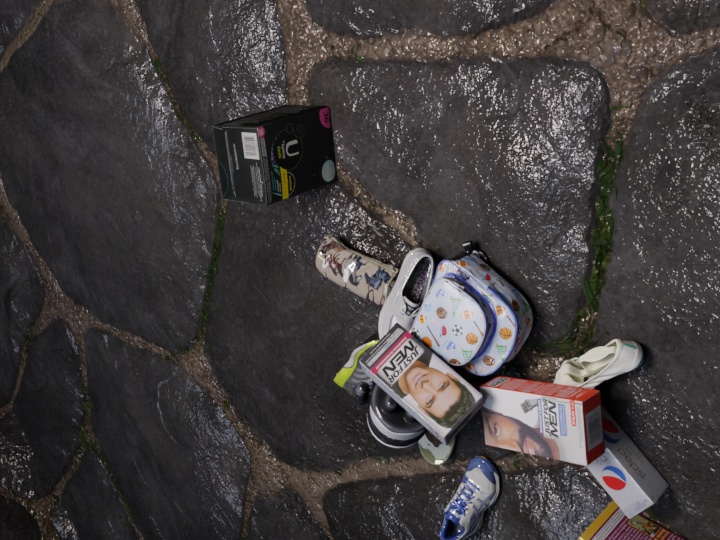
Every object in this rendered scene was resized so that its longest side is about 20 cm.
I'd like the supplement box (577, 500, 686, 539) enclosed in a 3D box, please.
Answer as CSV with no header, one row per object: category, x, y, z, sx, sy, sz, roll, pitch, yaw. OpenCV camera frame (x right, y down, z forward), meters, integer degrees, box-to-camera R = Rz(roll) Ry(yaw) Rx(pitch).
supplement box,0.470,0.497,1.557,0.200,0.131,0.104,26,124,34

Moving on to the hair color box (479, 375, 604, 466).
hair color box,0.301,0.248,1.561,0.199,0.064,0.111,3,105,44

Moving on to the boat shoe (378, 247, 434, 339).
boat shoe,0.090,0.058,1.718,0.072,0.069,0.201,24,94,-10

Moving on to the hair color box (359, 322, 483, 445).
hair color box,0.104,0.193,1.600,0.200,0.099,0.061,40,167,22

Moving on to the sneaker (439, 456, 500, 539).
sneaker,0.209,0.452,1.807,0.075,0.088,0.201,30,124,32

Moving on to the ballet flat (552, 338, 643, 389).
ballet flat,0.373,0.163,1.546,0.200,0.069,0.070,-38,80,41

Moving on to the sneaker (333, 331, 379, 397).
sneaker,0.019,0.193,1.895,0.081,0.074,0.200,45,139,11

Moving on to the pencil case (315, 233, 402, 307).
pencil case,0.000,0.000,1.819,0.200,0.078,0.090,27,110,32

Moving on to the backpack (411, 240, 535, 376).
backpack,0.197,0.084,1.631,0.190,0.154,0.201,32,124,16

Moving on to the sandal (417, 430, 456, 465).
sandal,0.148,0.290,1.806,0.079,0.057,0.202,16,117,18

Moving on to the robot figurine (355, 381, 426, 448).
robot figurine,0.075,0.254,1.724,0.151,0.124,0.200,58,165,19

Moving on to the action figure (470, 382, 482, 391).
action figure,0.253,0.237,1.694,0.199,0.065,0.052,13,99,38

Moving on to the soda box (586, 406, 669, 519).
soda box,0.419,0.309,1.569,0.200,0.068,0.064,52,133,13

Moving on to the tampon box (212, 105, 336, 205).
tampon box,-0.160,-0.224,1.787,0.126,0.200,0.151,10,115,39
